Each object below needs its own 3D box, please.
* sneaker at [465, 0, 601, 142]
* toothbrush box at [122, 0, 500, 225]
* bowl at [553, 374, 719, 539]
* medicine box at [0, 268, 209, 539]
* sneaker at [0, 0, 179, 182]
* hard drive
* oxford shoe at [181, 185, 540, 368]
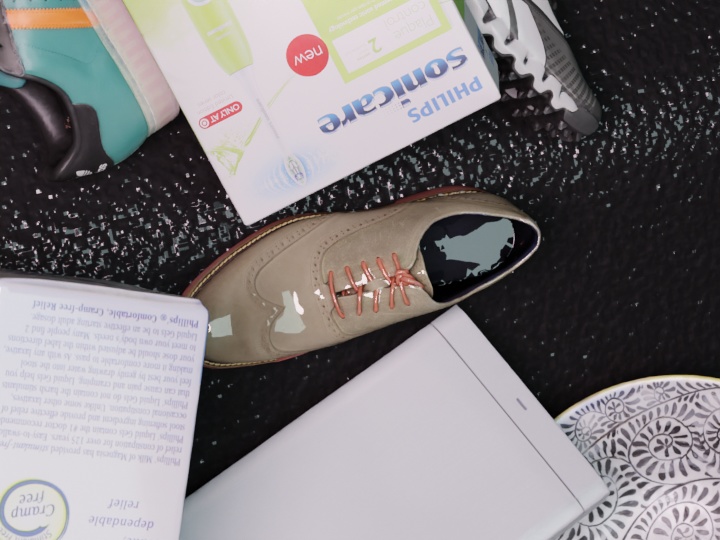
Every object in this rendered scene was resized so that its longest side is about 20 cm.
[{"bbox_3d":[0.074,-0.159,1.255,0.200,0.066,0.091,46,79,-15],"label":"sneaker"},{"bbox_3d":[-0.038,-0.148,1.172,0.145,0.086,0.200,-25,105,9],"label":"toothbrush box"},{"bbox_3d":[0.174,0.166,1.279,0.200,0.094,0.201,-6,62,11],"label":"bowl"},{"bbox_3d":[-0.157,0.102,1.110,0.103,0.182,0.201,7,90,-22],"label":"medicine box"},{"bbox_3d":[-0.172,-0.133,1.153,0.080,0.071,0.200,-40,108,-20],"label":"sneaker"},{"bbox_3d":[0.013,0.125,1.236,0.200,0.027,0.132,-35,76,-17],"label":"hard drive"},{"bbox_3d":[0.000,0.000,1.227,0.200,0.075,0.071,-23,101,-19],"label":"oxford shoe"}]
